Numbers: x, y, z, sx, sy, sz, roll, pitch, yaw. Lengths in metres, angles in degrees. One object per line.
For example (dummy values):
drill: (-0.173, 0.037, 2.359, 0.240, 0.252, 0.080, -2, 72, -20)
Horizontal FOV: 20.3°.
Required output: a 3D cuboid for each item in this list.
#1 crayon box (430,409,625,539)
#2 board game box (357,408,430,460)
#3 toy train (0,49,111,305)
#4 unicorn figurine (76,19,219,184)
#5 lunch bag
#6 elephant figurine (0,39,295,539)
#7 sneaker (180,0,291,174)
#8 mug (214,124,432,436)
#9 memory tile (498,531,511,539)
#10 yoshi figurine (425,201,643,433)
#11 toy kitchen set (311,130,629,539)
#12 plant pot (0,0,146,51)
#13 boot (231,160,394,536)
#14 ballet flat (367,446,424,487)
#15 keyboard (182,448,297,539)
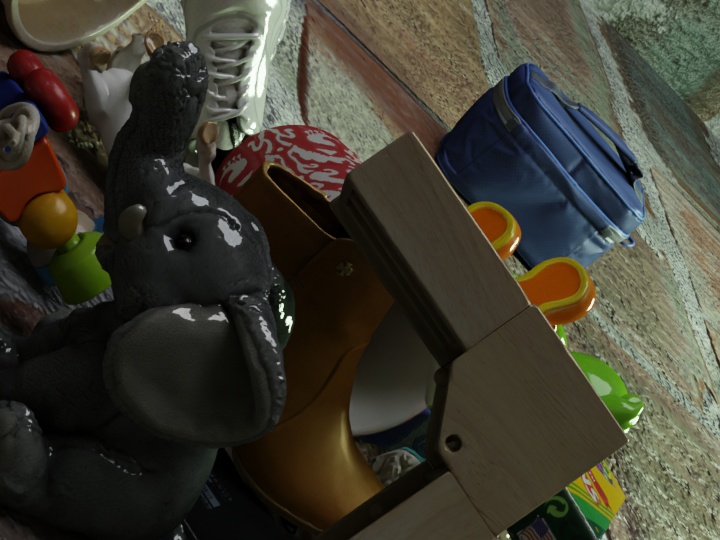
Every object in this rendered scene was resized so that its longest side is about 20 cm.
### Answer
crayon box: (0.113, 0.115, 1.291, 0.127, 0.051, 0.200, 59, 12, 4)
board game box: (0.031, 0.050, 1.393, 0.199, 0.043, 0.201, 28, 29, -51)
toy train: (-0.157, -0.031, 0.989, 0.116, 0.084, 0.200, 57, -7, -21)
unicorn figurine: (-0.133, -0.090, 1.221, 0.137, 0.073, 0.201, 121, -40, -67)
lunch bag: (0.184, -0.090, 1.888, 0.200, 0.132, 0.136, 46, 19, -11)
elephant figurine: (-0.085, 0.026, 0.913, 0.155, 0.200, 0.142, 27, 28, -50)
sneaker: (-0.084, -0.130, 1.292, 0.075, 0.201, 0.081, 3, 48, -7)
mug: (-0.009, 0.007, 1.219, 0.177, 0.134, 0.200, 38, 9, -26)
memory tile: (0.112, 0.219, 1.185, 0.201, 0.017, 0.153, 59, -4, 11)
yoshi figurine: (0.100, 0.049, 1.097, 0.200, 0.111, 0.113, 78, 17, -50)
toy kitchen set: (-0.010, 0.073, 0.981, 0.181, 0.200, 0.163, 55, -7, 3)
plant pot: (-0.208, -0.275, 1.279, 0.183, 0.201, 0.200, 42, 16, 15)
boot: (-0.017, 0.048, 1.053, 0.201, 0.144, 0.071, 42, 25, -14)
ballet flat: (0.047, 0.187, 1.137, 0.200, 0.072, 0.072, 55, 19, 22)
keyboard: (-0.078, 0.110, 1.058, 0.200, 0.021, 0.127, 55, 25, 13)
